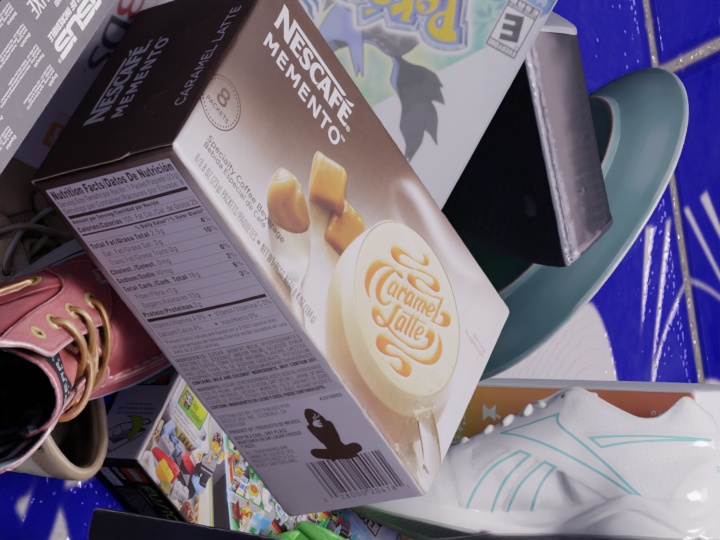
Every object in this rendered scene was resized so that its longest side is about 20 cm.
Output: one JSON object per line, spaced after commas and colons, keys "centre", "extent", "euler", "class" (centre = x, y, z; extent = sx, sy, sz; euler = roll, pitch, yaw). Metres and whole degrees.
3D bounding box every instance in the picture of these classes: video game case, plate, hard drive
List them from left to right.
{"centre": [-0.030, -0.092, 1.256], "extent": [0.199, 0.022, 0.183], "euler": [26, 97, -29], "class": "video game case"}
{"centre": [0.063, -0.080, 1.453], "extent": [0.042, 0.200, 0.136], "euler": [-18, 106, -19], "class": "hard drive"}
{"centre": [0.096, -0.030, 1.512], "extent": [0.026, 0.200, 0.201], "euler": [36, 58, -18], "class": "plate"}

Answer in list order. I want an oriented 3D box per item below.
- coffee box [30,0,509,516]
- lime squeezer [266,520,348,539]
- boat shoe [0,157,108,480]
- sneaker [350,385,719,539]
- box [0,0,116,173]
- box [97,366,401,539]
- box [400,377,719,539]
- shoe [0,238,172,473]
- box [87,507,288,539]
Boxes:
{"centre": [-0.033, -0.009, 1.201], "extent": [0.200, 0.079, 0.115], "euler": [55, 42, -28], "class": "coffee box"}
{"centre": [-0.024, 0.155, 1.397], "extent": [0.199, 0.038, 0.071], "euler": [-20, 115, -40], "class": "lime squeezer"}
{"centre": [-0.149, -0.004, 1.257], "extent": [0.072, 0.065, 0.201], "euler": [-20, 109, -38], "class": "boat shoe"}
{"centre": [0.088, 0.101, 1.430], "extent": [0.070, 0.199, 0.081], "euler": [44, 49, -66], "class": "sneaker"}
{"centre": [-0.190, -0.081, 1.133], "extent": [0.050, 0.157, 0.201], "euler": [58, 46, -36], "class": "box"}
{"centre": [-0.052, 0.109, 1.426], "extent": [0.200, 0.035, 0.110], "euler": [54, 49, -39], "class": "box"}
{"centre": [0.116, 0.134, 1.519], "extent": [0.106, 0.199, 0.153], "euler": [3, 87, -54], "class": "box"}
{"centre": [-0.128, 0.037, 1.185], "extent": [0.199, 0.091, 0.072], "euler": [-16, 112, -26], "class": "shoe"}
{"centre": [-0.035, 0.224, 1.234], "extent": [0.200, 0.123, 0.200], "euler": [25, 73, -48], "class": "box"}
